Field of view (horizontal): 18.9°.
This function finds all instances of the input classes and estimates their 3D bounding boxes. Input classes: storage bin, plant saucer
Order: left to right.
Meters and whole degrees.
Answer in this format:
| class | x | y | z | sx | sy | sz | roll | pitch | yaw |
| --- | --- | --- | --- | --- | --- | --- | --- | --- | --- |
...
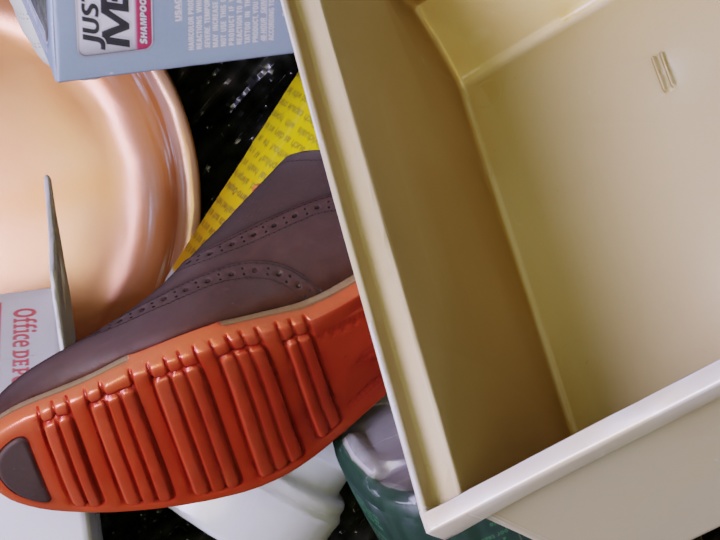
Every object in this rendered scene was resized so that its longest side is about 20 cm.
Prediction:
| class | x | y | z | sx | sy | sz | roll | pitch | yaw |
| --- | --- | --- | --- | --- | --- | --- | --- | --- | --- |
| plant saucer | -0.156 | -0.024 | 0.804 | 0.199 | 0.037 | 0.202 | 0 | 89 | 4 |
| storage bin | 0.096 | -0.053 | 0.543 | 0.199 | 0.094 | 0.200 | -30 | 57 | 22 |

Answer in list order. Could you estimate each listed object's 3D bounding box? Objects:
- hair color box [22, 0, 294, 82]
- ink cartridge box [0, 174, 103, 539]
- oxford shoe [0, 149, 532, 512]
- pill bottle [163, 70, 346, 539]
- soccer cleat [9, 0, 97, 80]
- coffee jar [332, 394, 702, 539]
| class | x | y | z | sx | sy | sz | roll | pitch | yaw |
| --- | --- | --- | --- | --- | --- | --- | --- | --- | --- |
| hair color box | -0.010 | -0.119 | 0.682 | 0.199 | 0.099 | 0.061 | -8 | 124 | -16 |
| ink cartridge box | -0.122 | 0.081 | 0.725 | 0.067 | 0.115 | 0.201 | -7 | 110 | -7 |
| oxford shoe | -0.026 | 0.011 | 0.659 | 0.199 | 0.071 | 0.073 | -22 | 51 | -13 |
| pill bottle | 0.000 | 0.000 | 0.752 | 0.112 | 0.113 | 0.201 | 33 | 92 | 4 |
| soccer cleat | -0.126 | -0.149 | 0.775 | 0.077 | 0.069 | 0.201 | -19 | 65 | 14 |
| coffee jar | 0.071 | 0.111 | 0.718 | 0.104 | 0.085 | 0.201 | -28 | 121 | -9 |
